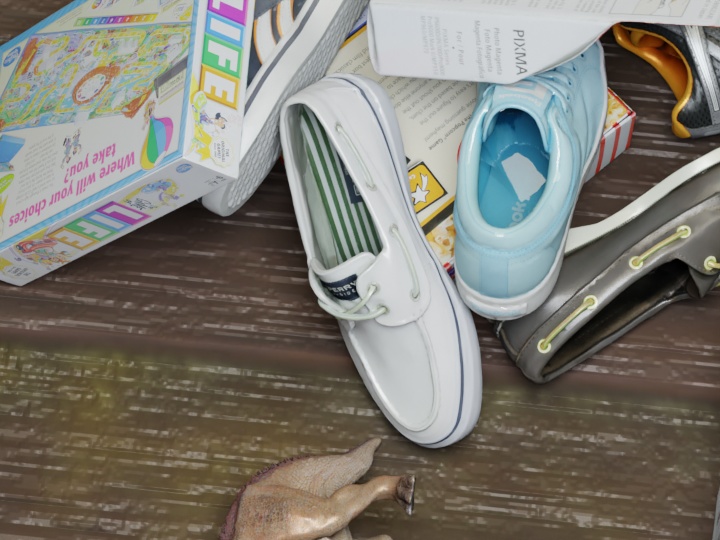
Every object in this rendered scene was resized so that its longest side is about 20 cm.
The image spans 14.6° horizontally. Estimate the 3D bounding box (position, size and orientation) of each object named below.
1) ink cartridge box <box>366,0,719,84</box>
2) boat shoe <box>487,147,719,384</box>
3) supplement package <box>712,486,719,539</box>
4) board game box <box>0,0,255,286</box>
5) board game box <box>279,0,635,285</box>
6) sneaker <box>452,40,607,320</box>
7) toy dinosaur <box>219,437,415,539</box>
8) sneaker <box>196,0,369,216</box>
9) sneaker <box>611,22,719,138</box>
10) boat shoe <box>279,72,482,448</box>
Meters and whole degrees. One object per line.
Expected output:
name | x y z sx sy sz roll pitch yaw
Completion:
ink cartridge box | 0.122 -0.153 1.447 0.199 0.057 0.163 10 39 18
boat shoe | 0.161 -0.008 1.473 0.201 0.072 0.061 -28 67 -3
supplement package | 0.272 0.159 1.375 0.199 0.117 0.117 9 66 5
board game box | -0.129 -0.083 1.448 0.034 0.200 0.135 21 62 -33
board game box | 0.026 -0.098 1.524 0.151 0.046 0.200 -38 72 -15
sneaker | 0.090 -0.078 1.439 0.074 0.082 0.200 6 60 3
toy dinosaur | -0.045 0.154 1.401 0.135 0.086 0.200 7 61 11
sneaker | -0.055 -0.120 1.468 0.079 0.078 0.200 25 61 7
sneaker | 0.163 -0.160 1.535 0.077 0.078 0.200 -29 71 -6
boat shoe | 0.000 0.000 1.437 0.073 0.067 0.201 -21 89 35
